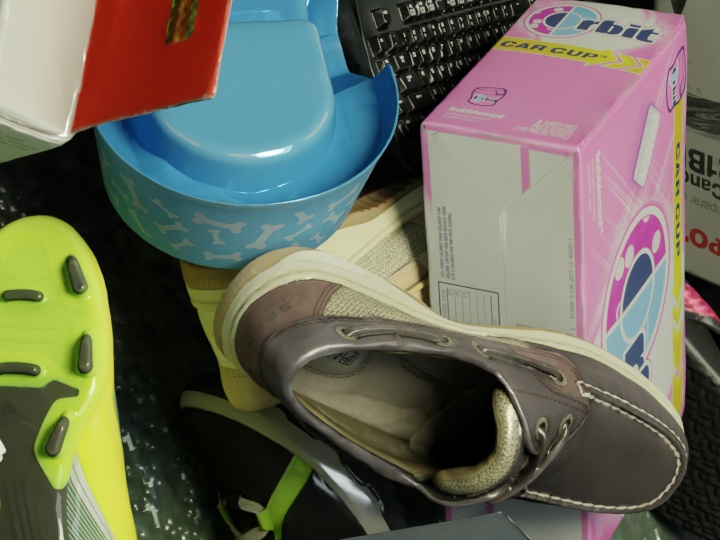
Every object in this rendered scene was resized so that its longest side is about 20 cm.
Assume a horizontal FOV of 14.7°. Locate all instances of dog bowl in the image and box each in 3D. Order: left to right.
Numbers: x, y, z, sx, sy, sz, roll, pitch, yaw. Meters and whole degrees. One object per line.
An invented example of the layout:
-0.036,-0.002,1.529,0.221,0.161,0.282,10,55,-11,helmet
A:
-0.053,-0.083,1.021,0.111,0.050,0.201,-4,51,-13,dog bowl

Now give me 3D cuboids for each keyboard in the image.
0.054,-0.105,1.129,0.200,0.040,0.105,-23,88,-60,keyboard

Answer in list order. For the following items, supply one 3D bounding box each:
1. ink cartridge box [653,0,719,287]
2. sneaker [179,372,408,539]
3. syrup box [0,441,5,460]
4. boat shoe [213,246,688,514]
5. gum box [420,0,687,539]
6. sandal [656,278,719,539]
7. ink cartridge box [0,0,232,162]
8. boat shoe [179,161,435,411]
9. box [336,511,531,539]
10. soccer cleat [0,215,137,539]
0.201,-0.081,1.176,0.084,0.144,0.201,-26,127,-36,ink cartridge box
-0.016,0.132,1.063,0.083,0.072,0.200,-40,103,-22,sneaker
-0.210,0.002,0.923,0.081,0.079,0.201,-37,107,-36,syrup box
0.039,0.054,0.997,0.199,0.065,0.072,25,114,-30,boat shoe
0.080,0.009,1.099,0.114,0.066,0.201,-48,142,-50,gum box
0.125,0.028,1.195,0.045,0.075,0.201,-44,108,-46,sandal
-0.099,-0.142,0.971,0.043,0.173,0.201,20,72,-34,ink cartridge box
0.000,0.000,1.082,0.200,0.072,0.065,-30,112,-57,boat shoe
-0.018,0.208,0.957,0.199,0.124,0.198,-6,124,-34,box
-0.111,0.082,1.008,0.084,0.064,0.201,34,48,-80,soccer cleat
